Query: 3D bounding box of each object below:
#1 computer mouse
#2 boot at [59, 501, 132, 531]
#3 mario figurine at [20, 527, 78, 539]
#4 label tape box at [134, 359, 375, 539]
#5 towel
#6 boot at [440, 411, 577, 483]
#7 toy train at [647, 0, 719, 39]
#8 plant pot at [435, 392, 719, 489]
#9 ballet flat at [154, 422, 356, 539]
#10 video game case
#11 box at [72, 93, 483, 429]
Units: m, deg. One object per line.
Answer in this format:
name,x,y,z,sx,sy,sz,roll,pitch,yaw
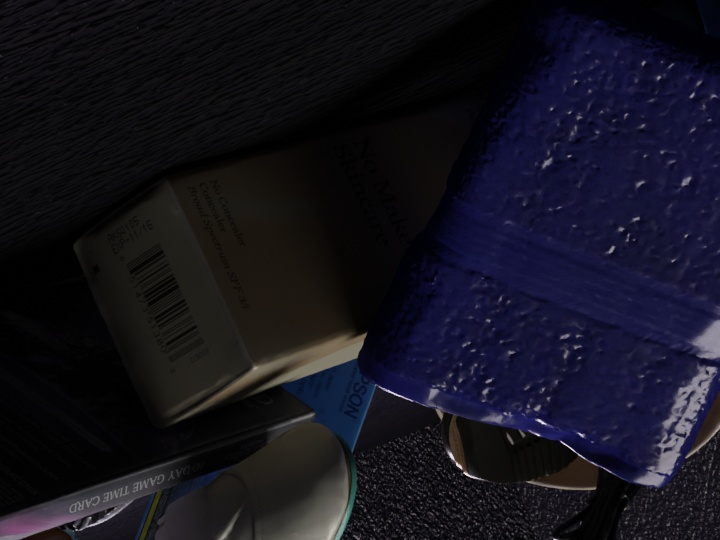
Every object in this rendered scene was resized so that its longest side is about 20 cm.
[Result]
computer mouse,0.144,0.052,1.382,0.110,0.044,0.200,-42,146,-45
boot,-0.127,0.108,1.870,0.198,0.073,0.162,-29,175,32
mario figurine,-0.191,0.108,1.302,0.200,0.124,0.106,24,-140,37
label tape box,-0.066,0.124,1.372,0.200,0.066,0.143,129,-18,-63
towel,0.101,-0.016,1.118,0.050,0.148,0.200,-84,-163,-59
boot,0.063,0.049,1.449,0.138,0.078,0.200,6,-156,33
toy train,0.190,-0.107,1.193,0.114,0.087,0.200,-21,176,30
plant pot,0.142,0.021,1.743,0.200,0.200,0.135,-26,-151,19
ballet flat,-0.069,0.131,1.180,0.069,0.069,0.200,-19,160,-38
video game case,-0.139,0.059,1.172,0.200,0.143,0.019,-15,126,-42
box,-0.017,-0.007,1.200,0.200,0.095,0.078,-20,171,-45
